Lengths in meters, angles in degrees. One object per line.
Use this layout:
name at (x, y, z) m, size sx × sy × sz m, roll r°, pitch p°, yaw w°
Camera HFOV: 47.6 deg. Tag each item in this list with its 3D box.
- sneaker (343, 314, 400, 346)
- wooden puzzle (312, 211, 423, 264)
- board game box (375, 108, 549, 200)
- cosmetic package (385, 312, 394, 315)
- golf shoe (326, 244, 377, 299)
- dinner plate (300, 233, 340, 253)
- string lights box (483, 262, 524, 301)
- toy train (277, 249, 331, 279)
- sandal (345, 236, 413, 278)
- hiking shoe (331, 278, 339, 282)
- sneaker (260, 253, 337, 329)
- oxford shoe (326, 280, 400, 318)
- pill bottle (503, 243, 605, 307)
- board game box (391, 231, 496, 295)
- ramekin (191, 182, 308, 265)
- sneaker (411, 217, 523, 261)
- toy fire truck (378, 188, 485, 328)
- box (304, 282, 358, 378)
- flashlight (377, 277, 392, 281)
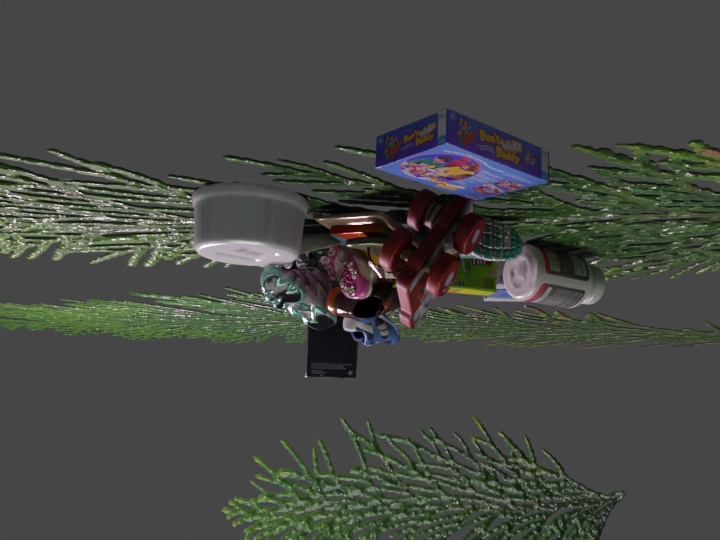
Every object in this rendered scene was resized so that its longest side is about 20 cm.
sneaker at (0.020, 0.123, 1.755) m, size 0.074 × 0.083 × 0.200 m, roll 29°, pitch 171°, yaw 36°
wooden puzzle at (0.034, -0.048, 1.421) m, size 0.199 × 0.038 × 0.184 m, roll 7°, pitch 161°, yaw 48°
board game box at (0.137, -0.147, 1.085) m, size 0.198 × 0.045 × 0.134 m, roll 12°, pitch 165°, yaw -39°
cosmetic package at (0.069, 0.045, 1.805) m, size 0.103 × 0.073 × 0.200 m, roll -42°, pitch 173°, yaw -4°
golf shoe at (0.000, 0.000, 1.501) m, size 0.090 × 0.076 × 0.200 m, roll 7°, pitch -162°, yaw -19°
dinner plate at (-0.132, -0.047, 1.552) m, size 0.198 × 0.025 × 0.200 m, roll -10°, pitch -173°, yaw 1°
string lights box at (0.329, 0.025, 1.828) m, size 0.101 × 0.060 × 0.200 m, roll 1°, pitch 168°, yaw 7°
toy train at (-0.127, 0.011, 1.690) m, size 0.084 × 0.116 × 0.199 m, roll 9°, pitch 175°, yaw -35°
sandal at (0.060, -0.007, 1.372) m, size 0.200 × 0.058 × 0.079 m, roll 29°, pitch 159°, yaw -33°
hiking shoe at (-0.041, -0.004, 1.728) m, size 0.100 × 0.077 × 0.200 m, roll 4°, pitch 169°, yaw -26°
sneaker at (-0.117, 0.012, 1.533) m, size 0.077 × 0.141 × 0.200 m, roll -21°, pitch 140°, yaw 23°
oxford shoe at (0.030, 0.065, 1.549) m, size 0.199 × 0.072 × 0.072 m, roll -8°, pitch -158°, yaw -43°
pill bottle at (0.394, 0.016, 1.642) m, size 0.198 × 0.112 × 0.110 m, roll 10°, pitch 166°, yaw -30°
board game box at (0.163, -0.013, 1.579) m, size 0.197 × 0.103 × 0.048 m, roll 5°, pitch 168°, yaw -12°
ramekin at (-0.189, -0.072, 1.383) m, size 0.198 × 0.099 × 0.201 m, roll 3°, pitch 168°, yaw 1°
sneaker at (0.193, -0.054, 1.470) m, size 0.198 × 0.079 × 0.091 m, roll 10°, pitch 174°, yaw 14°
toy fire truck at (0.118, -0.021, 1.305) m, size 0.111 × 0.201 × 0.168 m, roll 28°, pitch 158°, yaw 20°
box at (-0.063, 0.119, 1.871) m, size 0.122 × 0.201 × 0.200 m, roll 1°, pitch -166°, yaw -2°
flashlight at (0.072, -0.006, 1.625) m, size 0.198 × 0.069 × 0.068 m, roll -16°, pitch -162°, yaw -4°
